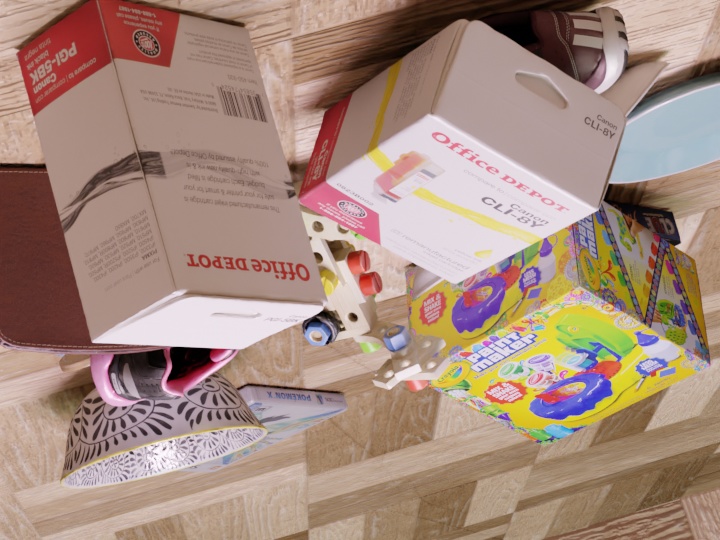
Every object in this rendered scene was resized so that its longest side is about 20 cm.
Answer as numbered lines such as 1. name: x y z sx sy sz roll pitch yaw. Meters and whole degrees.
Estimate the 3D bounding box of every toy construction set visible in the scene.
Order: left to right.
1. toy construction set: 0.000 0.000 1.693 0.131 0.201 0.092 -14 -168 27

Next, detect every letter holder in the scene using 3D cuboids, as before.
1. letter holder: -0.213 0.010 1.570 0.200 0.143 0.101 -2 157 -41

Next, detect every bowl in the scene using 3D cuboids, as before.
1. bowl: -0.194 0.132 2.036 0.200 0.094 0.201 -15 169 -3

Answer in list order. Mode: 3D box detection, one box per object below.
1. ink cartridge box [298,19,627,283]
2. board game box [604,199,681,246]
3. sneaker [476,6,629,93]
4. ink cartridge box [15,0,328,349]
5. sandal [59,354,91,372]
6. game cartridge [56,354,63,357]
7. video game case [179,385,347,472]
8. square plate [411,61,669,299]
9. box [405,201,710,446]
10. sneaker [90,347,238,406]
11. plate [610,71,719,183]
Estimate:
1. ink cartridge box: 0.068 -0.079 1.524 0.145 0.084 0.200 28 153 -19
2. board game box: 0.192 -0.007 2.096 0.200 0.035 0.135 -29 160 33
3. sneaker: 0.094 -0.136 1.569 0.115 0.076 0.200 7 147 -32
4. ink cartridge box: -0.118 -0.056 1.360 0.083 0.201 0.147 -28 160 33
5. sandal: -0.169 0.002 1.740 0.211 0.070 0.078 -31 -164 -32
6. game cartridge: -0.188 0.045 1.887 0.133 0.042 0.200 -20 163 22
7. video game case: -0.142 0.174 2.354 0.200 0.022 0.182 -27 161 28
8. square plate: 0.135 -0.077 1.706 0.198 0.028 0.200 -45 -176 -40
9. box: 0.179 0.042 1.989 0.200 0.122 0.192 -31 137 34
10. sneaker: -0.111 0.044 1.680 0.095 0.079 0.200 1 -148 47
11. plate: 0.279 -0.127 1.827 0.200 0.026 0.200 -15 163 -5
